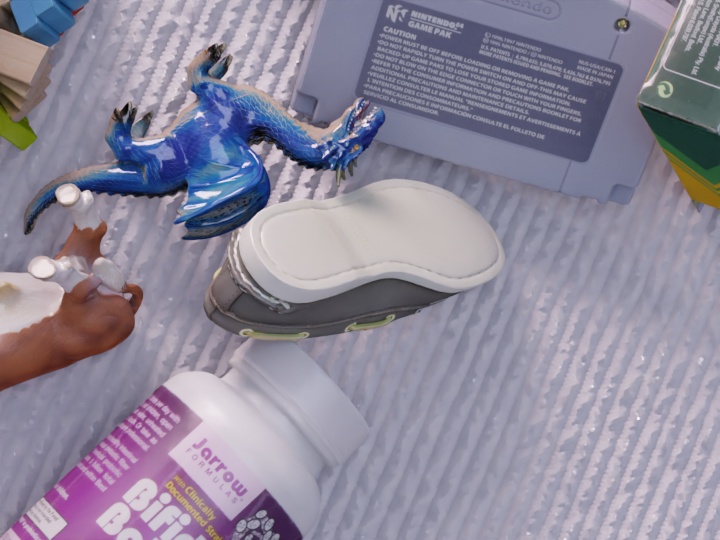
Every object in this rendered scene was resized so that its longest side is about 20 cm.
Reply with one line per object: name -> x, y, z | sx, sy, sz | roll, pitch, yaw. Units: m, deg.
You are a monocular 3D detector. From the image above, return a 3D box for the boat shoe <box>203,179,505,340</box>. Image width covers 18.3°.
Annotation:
boat shoe -> -0.001, -0.003, 1.206 | 0.202, 0.060, 0.072 | -7, 60, -48

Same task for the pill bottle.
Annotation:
pill bottle -> -0.093, 0.125, 1.186 | 0.200, 0.112, 0.112 | -44, 97, -10

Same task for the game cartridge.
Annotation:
game cartridge -> 0.073, -0.117, 1.221 | 0.200, 0.042, 0.133 | 16, 121, -4

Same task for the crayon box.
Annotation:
crayon box -> 0.214, -0.106, 1.216 | 0.052, 0.200, 0.126 | 22, 83, 22

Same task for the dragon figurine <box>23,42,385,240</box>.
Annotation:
dragon figurine -> -0.084, -0.052, 1.199 | 0.200, 0.059, 0.099 | -34, 81, -3

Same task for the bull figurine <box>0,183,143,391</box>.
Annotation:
bull figurine -> -0.208, 0.033, 1.173 | 0.200, 0.121, 0.065 | -25, 60, -19

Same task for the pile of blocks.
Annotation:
pile of blocks -> -0.175, -0.124, 1.196 | 0.082, 0.062, 0.200 | 26, 84, 32
